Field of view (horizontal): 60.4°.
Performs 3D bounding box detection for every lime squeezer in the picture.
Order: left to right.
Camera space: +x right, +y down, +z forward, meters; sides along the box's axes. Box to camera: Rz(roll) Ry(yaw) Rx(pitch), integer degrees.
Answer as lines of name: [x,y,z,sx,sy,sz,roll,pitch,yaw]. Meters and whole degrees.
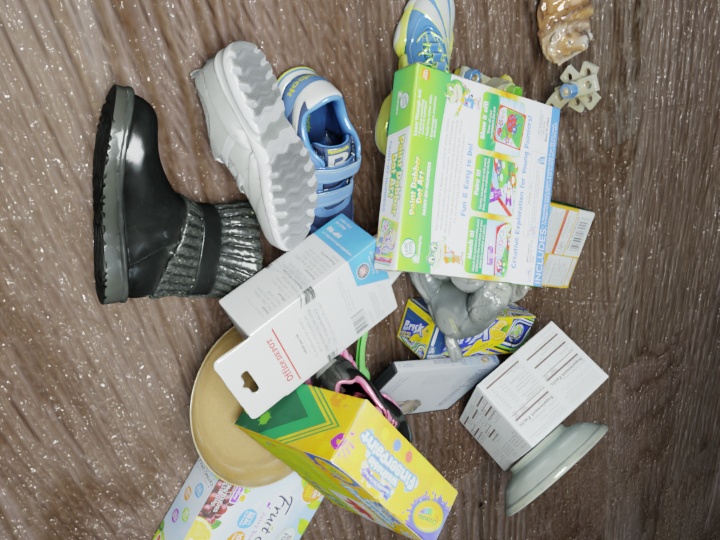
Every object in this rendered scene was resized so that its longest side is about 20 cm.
lime squeezer: [-0.029,0.156,0.816,0.200,0.038,0.071,-52,149,11]

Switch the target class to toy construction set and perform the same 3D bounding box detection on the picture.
toy construction set: [0.210,-0.207,0.798,0.199,0.092,0.132,-13,118,-18]

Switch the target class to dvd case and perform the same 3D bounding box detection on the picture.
dvd case: [0.089,0.168,0.882,0.199,0.018,0.143,2,140,-36]

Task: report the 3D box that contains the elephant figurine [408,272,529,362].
elephant figurine: [0.165,-0.014,0.794,0.142,0.155,0.200,49,49,0]

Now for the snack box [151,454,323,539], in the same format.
snack box: [-0.156,0.321,0.792,0.168,0.068,0.200,29,93,-38]

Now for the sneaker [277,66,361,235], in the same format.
sneaker: [-0.040,-0.111,0.666,0.074,0.082,0.201,-29,126,-24]

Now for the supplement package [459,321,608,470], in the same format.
supplement package: [0.254,0.196,0.940,0.156,0.111,0.200,-36,159,-16]

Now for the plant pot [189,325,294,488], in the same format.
plant pot: [-0.114,0.149,0.725,0.200,0.027,0.201,-2,93,-43]

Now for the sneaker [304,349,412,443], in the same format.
sneaker: [0.008,0.174,0.750,0.079,0.095,0.200,-46,121,-9]

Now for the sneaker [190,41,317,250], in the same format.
sneaker: [-0.103,-0.116,0.610,0.075,0.082,0.201,-35,115,-48]

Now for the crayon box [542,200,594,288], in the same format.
crayon box: [0.251,-0.046,0.919,0.199,0.052,0.126,5,108,-37]

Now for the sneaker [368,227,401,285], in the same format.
sneaker: [0.000,0.000,0.769,0.085,0.073,0.200,35,98,-5]

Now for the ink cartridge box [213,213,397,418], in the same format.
ink cartridge box: [-0.065,0.047,0.646,0.200,0.067,0.116,-37,140,-16]

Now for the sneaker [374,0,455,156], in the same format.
sneaker: [0.083,-0.213,0.689,0.076,0.105,0.201,1,111,-35]

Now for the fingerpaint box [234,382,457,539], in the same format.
fingerpaint box: [-0.013,0.208,0.690,0.200,0.166,0.073,50,59,-32]

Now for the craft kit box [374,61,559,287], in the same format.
craft kit box: [0.116,-0.089,0.644,0.197,0.048,0.201,7,89,-33]

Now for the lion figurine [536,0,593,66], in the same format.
lion figurine: [0.243,-0.367,0.764,0.122,0.072,0.200,-38,114,1]

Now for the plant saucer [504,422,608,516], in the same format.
plant saucer: [0.279,0.283,0.927,0.200,0.050,0.200,-34,158,-16]

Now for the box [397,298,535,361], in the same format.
box: [0.155,0.081,0.897,0.199,0.070,0.065,0,115,-35]

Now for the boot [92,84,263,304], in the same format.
boot: [-0.170,-0.065,0.597,0.157,0.079,0.212,-4,118,-31]
